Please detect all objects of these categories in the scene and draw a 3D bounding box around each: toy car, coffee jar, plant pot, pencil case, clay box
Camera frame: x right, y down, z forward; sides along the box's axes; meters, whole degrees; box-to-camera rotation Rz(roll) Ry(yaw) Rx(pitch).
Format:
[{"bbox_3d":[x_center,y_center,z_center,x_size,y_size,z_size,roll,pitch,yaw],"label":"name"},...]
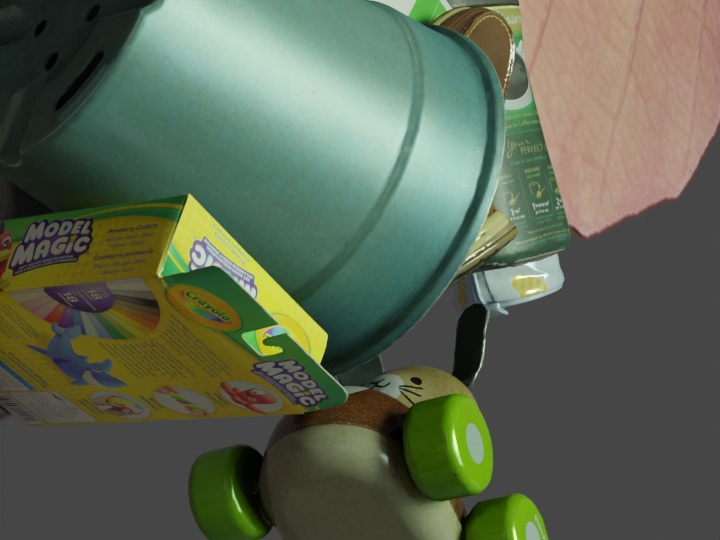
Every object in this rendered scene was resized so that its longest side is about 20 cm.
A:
[{"bbox_3d":[0.018,0.092,1.049,0.158,0.164,0.200,59,28,-31],"label":"toy car"},{"bbox_3d":[0.066,-0.098,1.147,0.104,0.085,0.200,-13,91,-49],"label":"coffee jar"},{"bbox_3d":[-0.070,-0.075,0.854,0.196,0.200,0.200,31,56,-36],"label":"plant pot"},{"bbox_3d":[0.083,-0.070,1.253,0.091,0.083,0.200,-43,120,-71],"label":"pencil case"},{"bbox_3d":[-0.107,0.022,0.813,0.115,0.200,0.048,48,47,-42],"label":"clay box"}]

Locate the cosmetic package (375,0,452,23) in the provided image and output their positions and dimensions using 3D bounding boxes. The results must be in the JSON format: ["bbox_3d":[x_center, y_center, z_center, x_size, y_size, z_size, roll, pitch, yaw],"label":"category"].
[{"bbox_3d":[-0.033,-0.161,1.015,0.200,0.085,0.108,51,47,-32],"label":"cosmetic package"}]

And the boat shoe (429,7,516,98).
[{"bbox_3d":[0.047,-0.065,0.973,0.072,0.068,0.200,49,52,-32],"label":"boat shoe"}]

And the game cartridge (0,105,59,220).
[{"bbox_3d":[-0.164,-0.120,0.917,0.133,0.040,0.200,-22,101,-62],"label":"game cartridge"}]

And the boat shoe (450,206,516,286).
[{"bbox_3d":[0.000,0.000,1.023,0.200,0.072,0.068,-31,83,-35],"label":"boat shoe"}]
